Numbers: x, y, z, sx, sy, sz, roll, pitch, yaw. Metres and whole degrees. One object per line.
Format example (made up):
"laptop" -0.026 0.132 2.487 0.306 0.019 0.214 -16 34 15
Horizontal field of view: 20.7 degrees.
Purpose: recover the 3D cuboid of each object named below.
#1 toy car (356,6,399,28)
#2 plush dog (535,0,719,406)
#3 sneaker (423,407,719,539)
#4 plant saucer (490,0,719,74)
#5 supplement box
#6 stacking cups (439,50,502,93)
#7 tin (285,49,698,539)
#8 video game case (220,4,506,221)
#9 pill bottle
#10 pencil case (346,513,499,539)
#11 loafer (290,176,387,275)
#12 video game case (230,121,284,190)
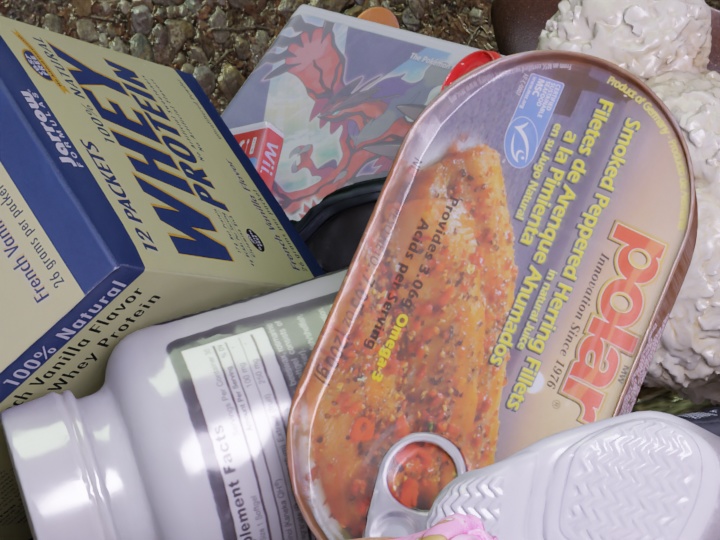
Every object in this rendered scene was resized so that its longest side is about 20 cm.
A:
"toy car" -0.017 -0.065 1.182 0.183 0.202 0.176 -3 -14 43
"plush dog" 0.159 -0.015 0.759 0.170 0.201 0.161 -11 24 26
"sneaker" 0.118 0.068 0.615 0.198 0.076 0.114 -9 7 3
"plant saucer" 0.157 -0.092 1.051 0.199 0.037 0.201 21 -14 5
"supplement box" -0.155 0.012 0.855 0.200 0.135 0.199 -40 -18 17
"stacking cups" 0.118 -0.044 0.968 0.060 0.199 0.061 -34 36 29
"tin" 0.049 0.020 0.697 0.111 0.202 0.042 20 -10 25
"video game case" -0.017 -0.052 1.055 0.199 0.023 0.183 21 72 47
"pill bottle" -0.035 0.065 0.776 0.198 0.112 0.111 -16 8 -11
"pencil case" -0.042 0.116 0.543 0.199 0.084 0.086 -10 10 36
"loafer" 0.000 0.000 0.933 0.072 0.073 0.199 -8 -9 -46
"video game case" -0.117 0.022 1.052 0.142 0.202 0.017 -9 -31 40
